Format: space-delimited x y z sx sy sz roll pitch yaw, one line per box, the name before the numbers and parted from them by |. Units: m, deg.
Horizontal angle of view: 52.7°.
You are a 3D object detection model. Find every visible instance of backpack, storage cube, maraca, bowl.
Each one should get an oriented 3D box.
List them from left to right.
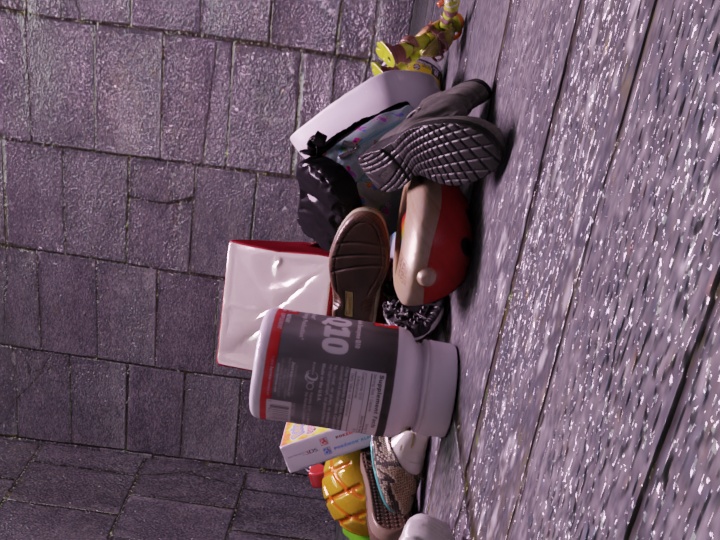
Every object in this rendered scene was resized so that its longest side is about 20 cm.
storage cube | -0.075 0.056 1.023 0.180 0.170 0.201 0 -81 -64
maraca | 0.001 0.344 1.089 0.137 0.106 0.201 10 108 57
bowl | 0.021 -0.209 1.067 0.199 0.199 0.075 -20 -98 -59
backpack | 0.021 -0.119 0.925 0.200 0.127 0.167 -35 -18 -24

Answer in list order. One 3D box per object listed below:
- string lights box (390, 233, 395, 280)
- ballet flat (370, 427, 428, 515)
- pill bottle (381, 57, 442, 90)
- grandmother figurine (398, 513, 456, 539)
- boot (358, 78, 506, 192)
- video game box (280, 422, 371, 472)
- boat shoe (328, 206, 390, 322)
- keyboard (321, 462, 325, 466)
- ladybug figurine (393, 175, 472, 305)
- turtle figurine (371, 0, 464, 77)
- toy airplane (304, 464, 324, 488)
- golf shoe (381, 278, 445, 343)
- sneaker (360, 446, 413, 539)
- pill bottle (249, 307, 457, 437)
string lights box | 0.081 -0.078 1.116 0.103 0.059 0.201 101 177 -60
ballet flat | 0.044 0.183 0.871 0.075 0.068 0.201 -38 45 29
pill bottle | 0.077 -0.254 1.227 0.111 0.110 0.201 102 176 -70
grandmother figurine | 0.046 0.272 0.644 0.201 0.060 0.122 95 172 -51
boot | 0.088 -0.147 0.711 0.131 0.068 0.200 -49 24 -21
video game box | -0.014 0.196 1.031 0.200 0.181 0.047 -90 -22 -78
boat shoe | 0.000 0.000 0.891 0.076 0.071 0.201 -64 -12 -52
keyboard | 0.003 0.227 1.144 0.201 0.127 0.021 -58 8 3
ladybug figurine | 0.077 -0.035 0.774 0.200 0.071 0.136 -83 2 -58
turtle figurine | 0.093 -0.327 1.050 0.065 0.161 0.200 55 165 -3
toy airplane | 0.005 0.281 1.242 0.200 0.140 0.200 28 -103 -53
golf shoe | 0.069 0.066 0.896 0.200 0.077 0.095 -80 -19 -79
sneaker | 0.031 0.285 0.921 0.200 0.070 0.076 -82 -5 -66
pill bottle | -0.006 0.108 0.750 0.114 0.199 0.115 -172 90 -89
